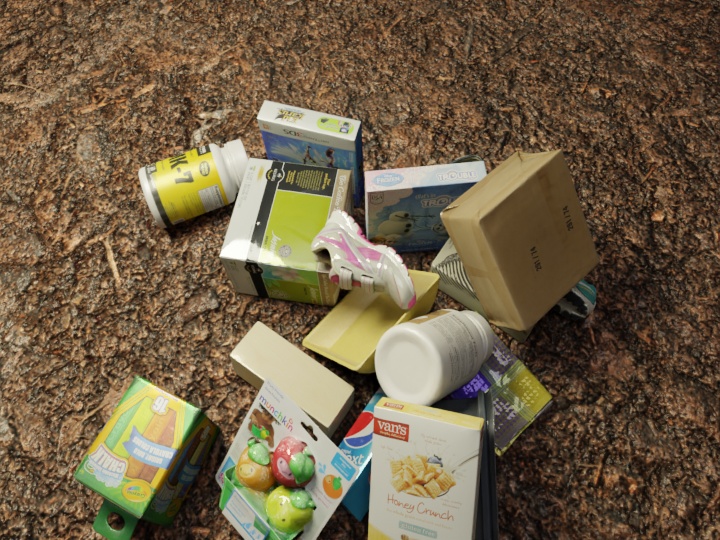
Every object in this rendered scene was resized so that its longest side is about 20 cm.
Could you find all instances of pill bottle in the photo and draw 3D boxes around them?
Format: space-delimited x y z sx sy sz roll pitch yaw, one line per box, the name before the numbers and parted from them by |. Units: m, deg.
pill bottle | -0.302 -0.168 1.069 0.194 0.115 0.117 -22 63 -11
pill bottle | 0.117 0.120 0.836 0.115 0.116 0.197 47 31 22

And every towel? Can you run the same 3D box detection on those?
towel | 0.205 0.179 0.927 0.142 0.023 0.201 -33 66 -14

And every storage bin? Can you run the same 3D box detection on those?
storage bin | 0.125 0.273 0.802 0.129 0.146 0.208 -2 99 11

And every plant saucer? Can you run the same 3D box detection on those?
plant saucer | 0.022 0.082 0.919 0.200 0.198 0.049 -46 114 -19

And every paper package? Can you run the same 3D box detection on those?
paper package | 0.246 -0.049 0.864 0.189 0.103 0.203 -37 112 -15

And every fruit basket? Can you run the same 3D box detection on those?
fruit basket | -0.114 0.286 0.788 0.184 0.204 0.093 39 26 20

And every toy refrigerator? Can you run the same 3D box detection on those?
toy refrigerator | -0.109 0.177 0.911 0.196 0.071 0.076 31 60 16

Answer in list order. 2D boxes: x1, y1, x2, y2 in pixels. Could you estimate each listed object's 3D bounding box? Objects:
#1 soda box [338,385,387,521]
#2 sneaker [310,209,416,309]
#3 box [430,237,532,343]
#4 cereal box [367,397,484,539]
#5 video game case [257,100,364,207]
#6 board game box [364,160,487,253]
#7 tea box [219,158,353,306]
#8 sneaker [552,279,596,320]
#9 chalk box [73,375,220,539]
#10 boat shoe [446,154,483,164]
soda box | 0.024 0.258 0.852 0.063 0.069 0.202 15 59 43
sneaker | 0.000 0.000 0.857 0.088 0.082 0.198 -41 61 -19
box | 0.218 0.029 0.979 0.197 0.069 0.083 32 67 17
cereal box | 0.081 0.278 0.731 0.139 0.039 0.208 6 102 22
video game case | -0.083 -0.205 1.033 0.175 0.202 0.047 15 64 10
board game box | 0.105 -0.099 0.974 0.192 0.201 0.045 -5 60 -1
tea box | -0.119 -0.067 1.000 0.189 0.135 0.206 8 63 6
sneaker | 0.325 0.004 1.000 0.199 0.078 0.079 41 51 15
chalk box | -0.314 0.285 0.826 0.121 0.125 0.204 20 64 12
boat shoe | 0.149 -0.163 1.085 0.196 0.061 0.076 -31 65 -14
